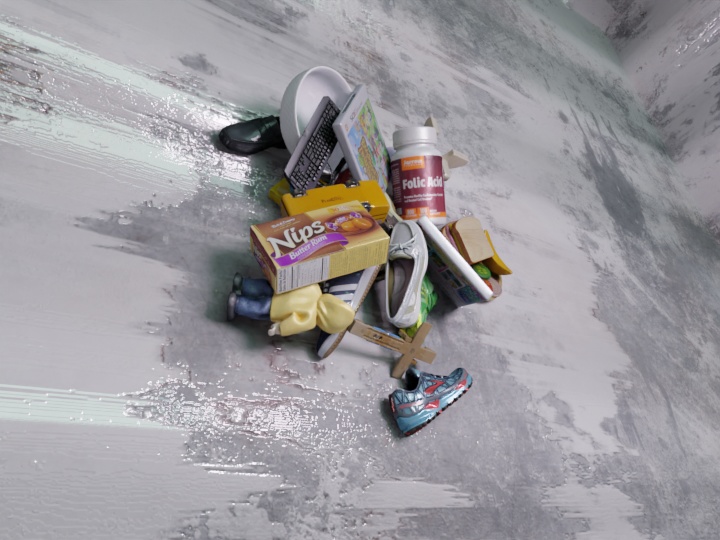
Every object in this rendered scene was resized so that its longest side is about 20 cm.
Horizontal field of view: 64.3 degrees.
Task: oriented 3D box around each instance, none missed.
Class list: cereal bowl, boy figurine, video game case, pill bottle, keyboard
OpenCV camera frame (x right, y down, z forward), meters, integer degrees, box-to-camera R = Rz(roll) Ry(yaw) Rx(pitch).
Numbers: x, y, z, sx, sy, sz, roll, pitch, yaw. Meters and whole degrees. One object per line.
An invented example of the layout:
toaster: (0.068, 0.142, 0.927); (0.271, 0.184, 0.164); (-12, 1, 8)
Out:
cereal bowl: (-0.089, -0.287, 1.124); (0.199, 0.082, 0.204); (0, 90, -53)
boy figurine: (-0.107, 0.051, 0.905); (0.196, 0.065, 0.126); (9, 50, -6)
video game case: (0.167, -0.012, 1.159); (0.024, 0.182, 0.201); (-41, 89, -11)
pill bottle: (0.122, -0.195, 1.224); (0.113, 0.113, 0.204); (-6, 93, -41)
keyboard: (-0.067, -0.213, 1.072); (0.127, 0.020, 0.202); (48, 56, -42)
video game case: (0.012, -0.243, 1.150); (0.183, 0.022, 0.202); (-68, 143, -48)

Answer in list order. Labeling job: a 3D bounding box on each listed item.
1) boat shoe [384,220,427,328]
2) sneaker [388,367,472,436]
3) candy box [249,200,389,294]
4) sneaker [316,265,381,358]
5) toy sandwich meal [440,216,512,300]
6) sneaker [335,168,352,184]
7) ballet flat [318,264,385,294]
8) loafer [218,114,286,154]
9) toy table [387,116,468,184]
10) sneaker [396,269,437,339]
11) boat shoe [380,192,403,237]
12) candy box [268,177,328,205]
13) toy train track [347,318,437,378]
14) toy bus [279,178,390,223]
boat shoe: (0.077, 0.001, 1.052); (0.065, 0.073, 0.206); (30, 63, -58)
sneaker: (0.126, 0.207, 1.025); (0.199, 0.079, 0.096); (-23, 74, -46)
candy box: (-0.066, -0.042, 0.923); (0.197, 0.057, 0.117); (-15, 45, -25)
sneaker: (-0.050, 0.041, 0.982); (0.107, 0.070, 0.202); (28, 77, 3)
toy sandwich meal: (0.267, -0.030, 1.317); (0.203, 0.070, 0.208); (21, 49, -26)
sneaker: (-0.023, -0.181, 1.177); (0.073, 0.087, 0.203); (20, 50, -26)
ballet flat: (0.000, 0.000, 1.074); (0.198, 0.075, 0.069); (-20, 75, -45)
loafer: (-0.187, -0.274, 1.123); (0.199, 0.070, 0.069); (-18, 69, -45)
toy table: (0.151, -0.260, 1.357); (0.197, 0.117, 0.187); (4, 58, -38)
sneaker: (0.117, 0.062, 1.125); (0.082, 0.074, 0.203); (21, 49, -21)
boat shoe: (0.051, -0.087, 1.175); (0.065, 0.072, 0.203); (-14, 49, -14)
candy box: (-0.070, -0.115, 1.095); (0.199, 0.027, 0.102); (38, 54, 9)
toy train track: (0.055, 0.123, 1.016); (0.198, 0.116, 0.033); (25, 11, -34)
toy bus: (-0.046, -0.109, 1.033); (0.197, 0.079, 0.066); (-15, 63, -26)
